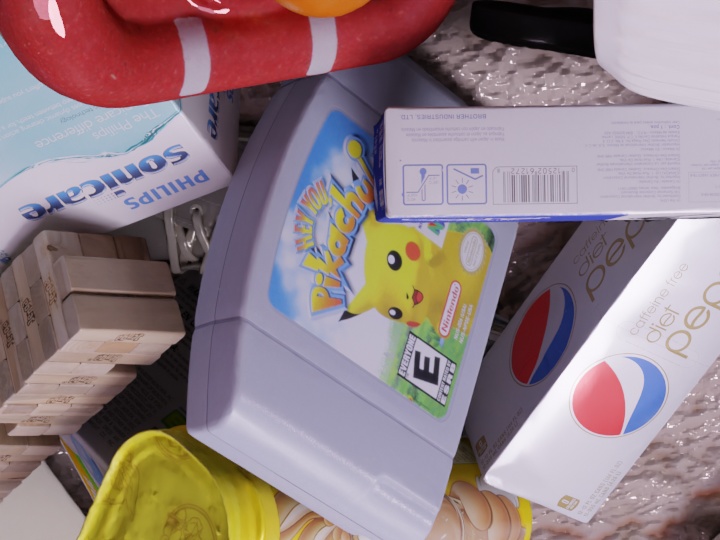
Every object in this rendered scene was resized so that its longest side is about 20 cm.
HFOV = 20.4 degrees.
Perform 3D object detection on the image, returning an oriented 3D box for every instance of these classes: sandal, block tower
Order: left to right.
[{"bbox_3d":[-0.155,0.050,0.892,0.058,0.054,0.200,5,149,-40],"label":"block tower"},{"bbox_3d":[0.144,-0.100,0.825,0.200,0.075,0.045,9,100,-18],"label":"sandal"}]

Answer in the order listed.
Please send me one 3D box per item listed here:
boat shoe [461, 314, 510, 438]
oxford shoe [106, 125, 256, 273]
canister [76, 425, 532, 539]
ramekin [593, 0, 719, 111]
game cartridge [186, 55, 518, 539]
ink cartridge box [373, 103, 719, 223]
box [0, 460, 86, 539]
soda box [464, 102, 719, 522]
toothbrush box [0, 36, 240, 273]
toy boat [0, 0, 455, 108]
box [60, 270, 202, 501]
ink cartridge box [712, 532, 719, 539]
[{"bbox_3d":[0.042,0.045,0.992,0.202,0.065,0.074,26,112,-32],"label":"boat shoe"},{"bbox_3d":[-0.066,-0.026,0.913,0.200,0.058,0.075,-2,139,6],"label":"oxford shoe"},{"bbox_3d":[-0.028,0.142,0.901,0.200,0.087,0.149,4,116,-46],"label":"canister"},{"bbox_3d":[0.138,-0.146,0.688,0.105,0.200,0.200,4,138,10],"label":"ramekin"},{"bbox_3d":[0.000,0.000,0.839,0.133,0.200,0.040,33,149,-29],"label":"game cartridge"},{"bbox_3d":[0.106,-0.041,0.784,0.200,0.044,0.094,-1,-179,-2],"label":"ink cartridge box"},{"bbox_3d":[-0.174,0.165,1.056,0.082,0.068,0.200,2,131,45],"label":"box"},{"bbox_3d":[0.125,0.015,0.909,0.064,0.068,0.200,23,115,-23],"label":"soda box"},{"bbox_3d":[-0.158,-0.100,0.812,0.146,0.085,0.200,-21,133,20],"label":"toothbrush box"},{"bbox_3d":[-0.034,-0.122,0.705,0.200,0.131,0.131,-13,112,-26],"label":"toy boat"},{"bbox_3d":[-0.065,0.117,1.000,0.101,0.112,0.200,-37,137,-17],"label":"box"},{"bbox_3d":[0.286,0.191,1.092,0.200,0.125,0.129,17,135,-18],"label":"ink cartridge box"}]
